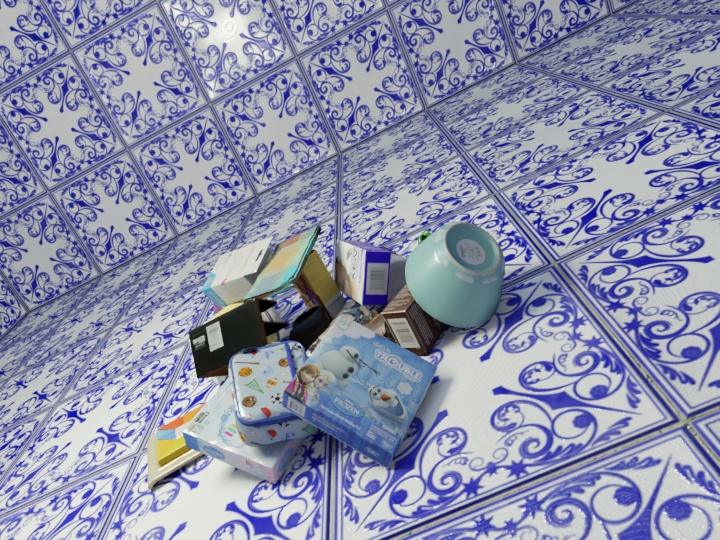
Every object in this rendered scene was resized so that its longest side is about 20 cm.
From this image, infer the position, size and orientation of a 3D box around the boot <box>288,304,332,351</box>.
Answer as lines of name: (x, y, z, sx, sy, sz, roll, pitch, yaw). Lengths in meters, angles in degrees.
boot: (-0.143, 0.150, 1.349, 0.195, 0.099, 0.075, -24, 21, 10)

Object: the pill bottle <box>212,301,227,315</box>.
pill bottle: (-0.335, 0.080, 1.609, 0.112, 0.112, 0.202, -39, -19, -30)

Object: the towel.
towel: (-0.166, -0.013, 1.305, 0.144, 0.022, 0.203, -22, 30, 31)

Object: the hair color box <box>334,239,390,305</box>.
hair color box: (0.000, 0.000, 1.308, 0.063, 0.114, 0.199, 2, 8, -18)

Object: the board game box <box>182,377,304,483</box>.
board game box: (-0.186, 0.266, 1.115, 0.193, 0.045, 0.201, 11, 37, 25)

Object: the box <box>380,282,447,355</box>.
box: (0.134, 0.061, 1.199, 0.074, 0.102, 0.200, -8, 28, 48)

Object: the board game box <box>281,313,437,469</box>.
board game box: (0.003, 0.188, 1.000, 0.195, 0.044, 0.200, 26, 42, 12)

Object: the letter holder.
letter holder: (-0.239, 0.145, 1.289, 0.196, 0.104, 0.141, -25, -18, 26)

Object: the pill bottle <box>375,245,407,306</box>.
pill bottle: (0.053, 0.007, 1.410, 0.109, 0.114, 0.200, -31, 22, -10)

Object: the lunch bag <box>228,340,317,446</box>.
lunch bag: (-0.150, 0.208, 1.078, 0.155, 0.078, 0.202, -10, 35, -11)

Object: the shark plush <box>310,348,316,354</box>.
shark plush: (-0.013, 0.205, 1.078, 0.089, 0.086, 0.198, -18, 42, -40)

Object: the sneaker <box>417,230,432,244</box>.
sneaker: (0.171, -0.032, 1.388, 0.076, 0.087, 0.200, -28, 22, -5)

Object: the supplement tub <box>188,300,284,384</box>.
supplement tub: (-0.294, 0.157, 1.454, 0.198, 0.148, 0.144, -37, 23, -24)

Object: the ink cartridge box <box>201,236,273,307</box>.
ink cartridge box: (-0.270, 0.004, 1.429, 0.196, 0.068, 0.117, -16, 39, 37)

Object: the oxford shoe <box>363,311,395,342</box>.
oxford shoe: (0.022, 0.135, 1.192, 0.199, 0.072, 0.072, -42, 7, -31)

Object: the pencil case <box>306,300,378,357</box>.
pencil case: (-0.043, 0.145, 1.264, 0.088, 0.079, 0.200, -26, 16, 46)

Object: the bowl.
bowl: (0.190, -0.010, 1.131, 0.201, 0.199, 0.106, -45, -14, -38)

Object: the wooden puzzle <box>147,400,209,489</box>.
wooden puzzle: (-0.363, 0.343, 1.271, 0.197, 0.038, 0.185, -33, 22, -11)

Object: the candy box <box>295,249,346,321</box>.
candy box: (-0.096, 0.046, 1.380, 0.056, 0.204, 0.115, -38, 24, -23)
